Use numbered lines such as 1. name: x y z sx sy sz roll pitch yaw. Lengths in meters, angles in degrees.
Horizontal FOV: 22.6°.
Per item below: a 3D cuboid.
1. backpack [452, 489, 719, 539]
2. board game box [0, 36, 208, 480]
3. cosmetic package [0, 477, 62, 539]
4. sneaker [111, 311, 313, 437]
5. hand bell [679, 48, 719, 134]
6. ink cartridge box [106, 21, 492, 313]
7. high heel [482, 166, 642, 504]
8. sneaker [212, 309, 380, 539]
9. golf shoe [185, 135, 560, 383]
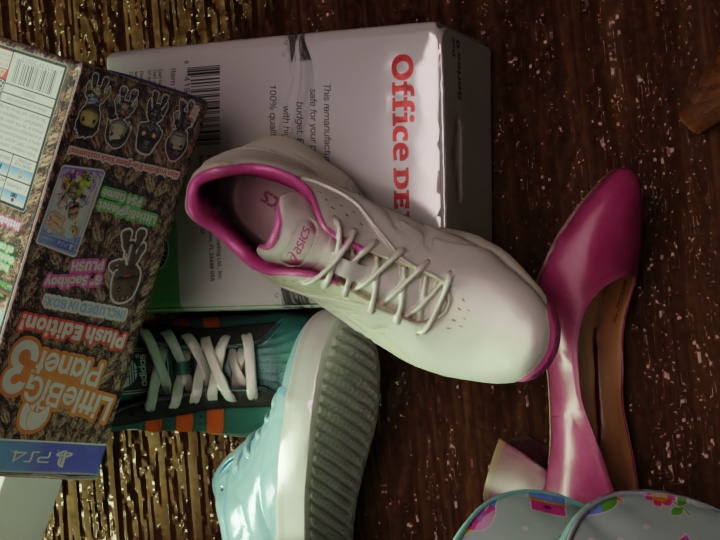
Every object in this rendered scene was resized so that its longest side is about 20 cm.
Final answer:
1. backpack: 0.115 0.190 0.814 0.200 0.153 0.176 14 48 7
2. board game box: -0.189 -0.016 0.899 0.159 0.097 0.200 20 95 35
3. cosmetic package: -0.189 0.060 0.979 0.083 0.051 0.200 25 98 36
4. sneaker: -0.105 0.061 1.008 0.200 0.080 0.071 -8 82 26
5. hand bell: 0.230 -0.139 0.880 0.104 0.104 0.200 51 120 18
6. ink cartridge box: -0.032 -0.051 0.980 0.200 0.084 0.146 -1 88 24
7. high heel: 0.132 0.053 0.909 0.096 0.067 0.200 26 113 33
8. sneaker: -0.046 0.107 0.964 0.082 0.074 0.200 20 113 25
9. golf shoe: 0.000 0.000 0.870 0.200 0.092 0.075 27 102 19
